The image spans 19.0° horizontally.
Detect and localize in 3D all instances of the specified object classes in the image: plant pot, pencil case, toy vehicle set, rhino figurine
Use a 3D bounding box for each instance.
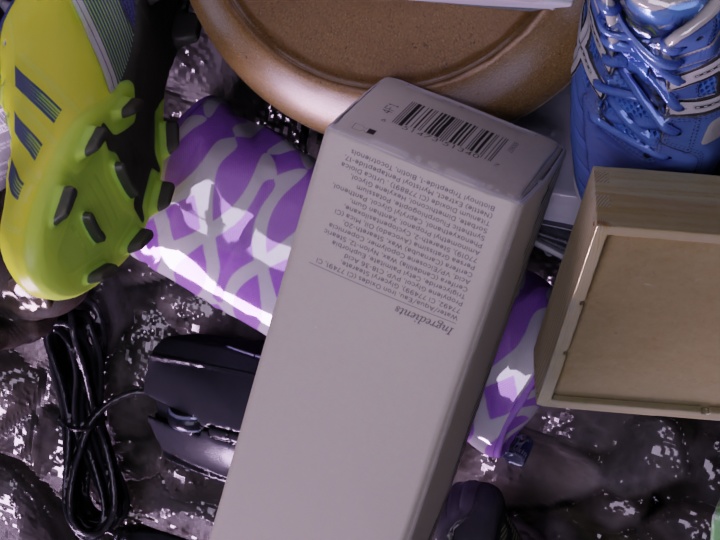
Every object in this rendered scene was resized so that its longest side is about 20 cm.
[{"bbox_3d":[0.013,-0.147,0.833,0.200,0.027,0.200,2,96,19],"label":"plant pot"},{"bbox_3d":[0.000,0.000,0.909,0.200,0.086,0.084,29,128,6],"label":"pencil case"},{"bbox_3d":[0.173,0.016,0.807,0.200,0.027,0.124,5,146,-5],"label":"toy vehicle set"},{"bbox_3d":[-0.161,0.008,0.964,0.060,0.087,0.200,44,144,-5],"label":"rhino figurine"}]

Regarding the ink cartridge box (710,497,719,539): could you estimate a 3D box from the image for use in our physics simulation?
[{"bbox_3d":[0.245,0.156,0.881,0.200,0.088,0.145,8,115,17],"label":"ink cartridge box"}]

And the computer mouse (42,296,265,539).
[{"bbox_3d":[-0.062,0.093,0.999,0.200,0.046,0.141,8,115,18],"label":"computer mouse"}]

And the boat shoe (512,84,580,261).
[{"bbox_3d":[0.090,-0.031,0.871,0.200,0.072,0.068,18,144,20],"label":"boat shoe"}]

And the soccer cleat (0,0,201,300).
[{"bbox_3d":[-0.118,-0.066,0.871,0.084,0.200,0.065,-6,140,20],"label":"soccer cleat"}]

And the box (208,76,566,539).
[{"bbox_3d":[0.008,0.034,0.833,0.082,0.068,0.200,24,118,10],"label":"box"}]

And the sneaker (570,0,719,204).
[{"bbox_3d":[0.103,-0.090,0.747,0.076,0.077,0.200,28,131,23],"label":"sneaker"}]

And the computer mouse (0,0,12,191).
[{"bbox_3d":[-0.187,-0.111,0.939,0.110,0.044,0.200,-18,125,29],"label":"computer mouse"}]

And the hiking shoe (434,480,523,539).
[{"bbox_3d":[0.100,0.170,0.963,0.101,0.076,0.200,-15,116,20],"label":"hiking shoe"}]

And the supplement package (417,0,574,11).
[{"bbox_3d":[-0.025,-0.171,0.724,0.200,0.152,0.151,6,96,-1],"label":"supplement package"}]
